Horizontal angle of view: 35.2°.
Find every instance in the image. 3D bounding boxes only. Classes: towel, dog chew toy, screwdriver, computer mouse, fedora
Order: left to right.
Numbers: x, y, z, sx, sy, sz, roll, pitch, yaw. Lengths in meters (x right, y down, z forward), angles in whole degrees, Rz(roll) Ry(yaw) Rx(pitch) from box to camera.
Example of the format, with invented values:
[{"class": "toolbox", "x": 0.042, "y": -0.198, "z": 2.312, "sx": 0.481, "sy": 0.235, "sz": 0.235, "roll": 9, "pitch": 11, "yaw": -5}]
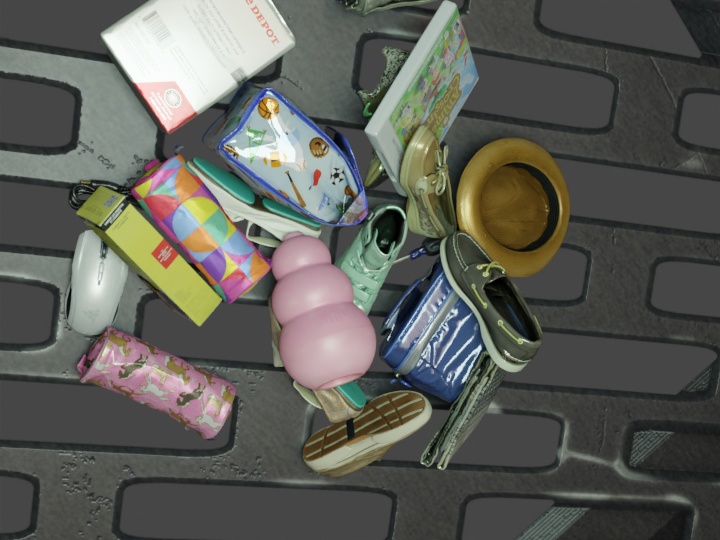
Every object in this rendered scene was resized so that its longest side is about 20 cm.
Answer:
[{"class": "computer mouse", "x": -0.325, "y": -0.013, "z": 1.438, "sx": 0.109, "sy": 0.044, "sz": 0.202, "roll": 8, "pitch": 96, "yaw": -19}, {"class": "dog chew toy", "x": -0.057, "y": 0.047, "z": 1.443, "sx": 0.124, "sy": 0.125, "sz": 0.201, "roll": -15, "pitch": 77, "yaw": -14}, {"class": "screwdriver", "x": 0.053, "y": -0.012, "z": 1.568, "sx": 0.199, "sy": 0.028, "sz": 0.029, "roll": -26, "pitch": 134, "yaw": -5}, {"class": "towel", "x": 0.162, "y": 0.164, "z": 1.516, "sx": 0.034, "sy": 0.200, "sz": 0.193, "roll": 34, "pitch": 114, "yaw": 14}, {"class": "fedora", "x": 0.195, "y": -0.085, "z": 1.554, "sx": 0.199, "sy": 0.082, "sz": 0.202, "roll": -1, "pitch": 93, "yaw": -32}]

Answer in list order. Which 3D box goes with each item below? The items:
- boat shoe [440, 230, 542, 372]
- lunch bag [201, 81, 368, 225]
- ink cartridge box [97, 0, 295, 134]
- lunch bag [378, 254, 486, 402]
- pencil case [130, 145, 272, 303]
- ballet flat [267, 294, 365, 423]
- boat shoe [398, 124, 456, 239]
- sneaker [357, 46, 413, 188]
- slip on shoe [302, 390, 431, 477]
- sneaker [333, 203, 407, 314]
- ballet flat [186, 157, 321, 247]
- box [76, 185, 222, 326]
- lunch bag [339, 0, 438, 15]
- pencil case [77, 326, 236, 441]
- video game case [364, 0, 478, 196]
[{"class": "boat shoe", "x": 0.166, "y": 0.026, "z": 1.421, "sx": 0.071, "sy": 0.061, "sz": 0.202, "roll": -7, "pitch": 59, "yaw": -36}, {"class": "lunch bag", "x": -0.082, "y": -0.140, "z": 1.428, "sx": 0.200, "sy": 0.170, "sz": 0.124, "roll": 40, "pitch": 91, "yaw": -17}, {"class": "ink cartridge box", "x": -0.203, "y": -0.285, "z": 1.413, "sx": 0.199, "sy": 0.084, "sz": 0.145, "roll": -36, "pitch": 106, "yaw": -8}, {"class": "lunch bag", "x": 0.105, "y": 0.075, "z": 1.530, "sx": 0.132, "sy": 0.136, "sz": 0.201, "roll": 35, "pitch": 84, "yaw": -2}, {"class": "pencil case", "x": -0.198, "y": -0.056, "z": 1.416, "sx": 0.088, "sy": 0.088, "sz": 0.200, "roll": -40, "pitch": 101, "yaw": -8}, {"class": "ballet flat", "x": -0.076, "y": 0.125, "z": 1.521, "sx": 0.067, "sy": 0.068, "sz": 0.200, "roll": -35, "pitch": 94, "yaw": 28}, {"class": "boat shoe", "x": 0.095, "y": -0.113, "z": 1.483, "sx": 0.062, "sy": 0.200, "sz": 0.074, "roll": 24, "pitch": 65, "yaw": 21}, {"class": "sneaker", "x": 0.033, "y": -0.209, "z": 1.518, "sx": 0.088, "sy": 0.077, "sz": 0.201, "roll": 23, "pitch": 95, "yaw": 14}, {"class": "slip on shoe", "x": 0.017, "y": 0.226, "z": 1.533, "sx": 0.199, "sy": 0.076, "sz": 0.061, "roll": -29, "pitch": 124, "yaw": 19}, {"class": "sneaker", "x": 0.000, "y": -0.001, "z": 1.492, "sx": 0.073, "sy": 0.118, "sz": 0.201, "roll": 25, "pitch": 87, "yaw": -2}, {"class": "ballet flat", "x": -0.146, "y": -0.075, "z": 1.478, "sx": 0.199, "sy": 0.069, "sz": 0.070, "roll": 26, "pitch": 90, "yaw": -19}, {"class": "box", "x": -0.260, "y": -0.016, "z": 1.409, "sx": 0.050, "sy": 0.075, "sz": 0.200, "roll": -50, "pitch": 127, "yaw": -15}, {"class": "lunch bag", "x": 0.066, "y": -0.421, "z": 1.444, "sx": 0.199, "sy": 0.139, "sz": 0.169, "roll": -12, "pitch": 101, "yaw": -14}, {"class": "pencil case", "x": -0.260, "y": 0.145, "z": 1.461, "sx": 0.199, "sy": 0.083, "sz": 0.087, "roll": 29, "pitch": 99, "yaw": -19}, {"class": "video game case", "x": 0.084, "y": -0.216, "z": 1.462, "sx": 0.022, "sy": 0.182, "sz": 0.201, "roll": 26, "pitch": 78, "yaw": 23}]
